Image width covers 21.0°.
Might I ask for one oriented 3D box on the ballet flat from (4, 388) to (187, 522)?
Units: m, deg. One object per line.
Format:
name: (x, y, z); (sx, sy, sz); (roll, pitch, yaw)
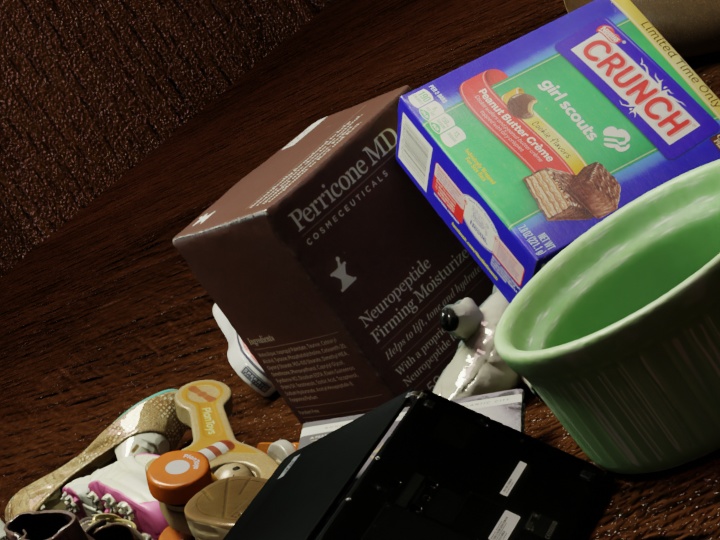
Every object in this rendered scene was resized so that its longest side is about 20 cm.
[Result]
ballet flat: (-0.223, 0.185, 1.725); (0.199, 0.071, 0.065); (-38, 40, 0)

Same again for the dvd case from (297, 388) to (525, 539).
dvd case: (0.026, 0.135, 1.171); (0.147, 0.016, 0.200); (-10, 24, 10)

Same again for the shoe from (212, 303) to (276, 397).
shoe: (-0.078, 0.042, 1.789); (0.091, 0.071, 0.200); (-46, 17, 7)

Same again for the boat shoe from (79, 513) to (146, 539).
boat shoe: (-0.179, 0.212, 1.415); (0.200, 0.071, 0.060); (-140, 61, -74)

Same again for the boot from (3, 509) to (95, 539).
boot: (-0.156, 0.210, 1.176); (0.072, 0.167, 0.200); (-39, 11, -22)

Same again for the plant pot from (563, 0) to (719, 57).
plant pot: (0.315, -0.275, 1.784); (0.186, 0.188, 0.200); (-38, 27, -16)

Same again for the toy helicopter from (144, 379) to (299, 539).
toy helicopter: (-0.100, 0.138, 1.478); (0.131, 0.080, 0.200); (-10, 29, -7)

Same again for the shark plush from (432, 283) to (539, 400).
shark plush: (0.095, 0.046, 1.379); (0.084, 0.090, 0.200); (-63, 0, 35)

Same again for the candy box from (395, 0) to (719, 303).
candy box: (0.152, -0.085, 1.374); (0.199, 0.169, 0.077); (-27, -29, -22)

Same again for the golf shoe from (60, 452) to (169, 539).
golf shoe: (-0.175, 0.180, 1.567); (0.091, 0.076, 0.200); (-34, 14, -22)

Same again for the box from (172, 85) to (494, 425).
box: (0.000, 0.000, 1.475); (0.166, 0.201, 0.164); (-42, 15, -27)

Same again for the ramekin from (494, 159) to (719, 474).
ramekin: (0.185, 0.028, 1.128); (0.199, 0.098, 0.200); (-33, 12, 8)

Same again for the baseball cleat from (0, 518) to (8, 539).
baseball cleat: (-0.261, 0.243, 1.471); (0.070, 0.107, 0.199); (-35, 13, -27)

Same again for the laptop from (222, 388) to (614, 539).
laptop: (0.015, 0.159, 1.097); (0.177, 0.198, 0.104); (-51, -21, -50)

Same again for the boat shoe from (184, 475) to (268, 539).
boat shoe: (-0.027, 0.178, 1.211); (0.071, 0.065, 0.199); (-32, 27, -35)
